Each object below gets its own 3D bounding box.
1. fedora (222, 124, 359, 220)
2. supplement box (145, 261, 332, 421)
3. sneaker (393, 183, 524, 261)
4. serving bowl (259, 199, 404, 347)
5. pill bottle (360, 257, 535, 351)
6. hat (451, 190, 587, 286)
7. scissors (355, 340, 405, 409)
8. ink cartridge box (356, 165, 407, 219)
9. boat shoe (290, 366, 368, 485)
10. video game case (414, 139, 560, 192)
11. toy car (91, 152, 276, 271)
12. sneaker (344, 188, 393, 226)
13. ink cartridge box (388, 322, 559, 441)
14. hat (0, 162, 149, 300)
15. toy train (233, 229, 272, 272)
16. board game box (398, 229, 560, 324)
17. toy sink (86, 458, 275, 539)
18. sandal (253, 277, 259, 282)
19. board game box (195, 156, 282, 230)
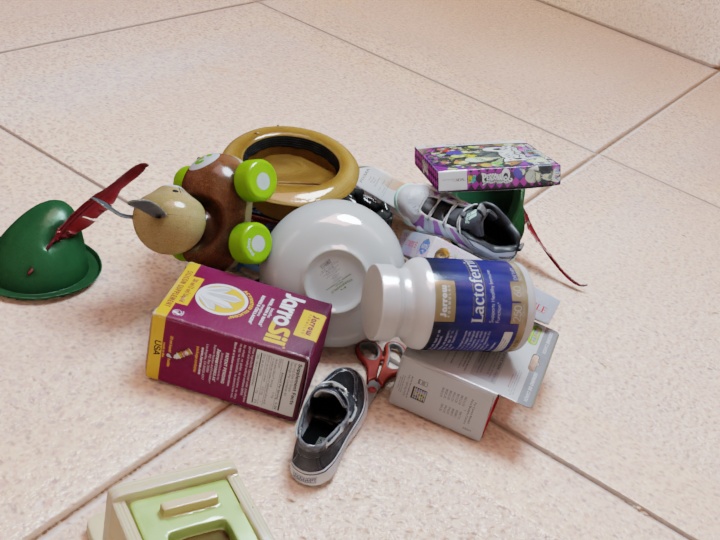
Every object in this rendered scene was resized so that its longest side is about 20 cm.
[{"bbox_3d":[-0.103,-0.130,1.372,0.199,0.082,0.201,4,44,-4],"label":"fedora"},{"bbox_3d":[-0.150,0.086,1.188,0.199,0.104,0.131,16,31,2],"label":"supplement box"},{"bbox_3d":[0.145,-0.078,1.348,0.199,0.078,0.140,25,-9,0],"label":"sneaker"},{"bbox_3d":[-0.035,0.009,1.253,0.199,0.201,0.066,10,8,-6],"label":"serving bowl"},{"bbox_3d":[0.107,0.043,1.187,0.199,0.116,0.116,2,33,-17],"label":"pill bottle"},{"bbox_3d":[0.260,-0.071,1.609,0.176,0.165,0.201,27,55,-37],"label":"hat"},{"bbox_3d":[0.024,0.151,1.240,0.073,0.014,0.200,12,31,-3],"label":"scissors"},{"bbox_3d":[0.025,-0.142,1.597,0.200,0.050,0.162,36,2,27],"label":"ink cartridge box"},{"bbox_3d":[-0.036,0.166,1.136,0.071,0.068,0.200,12,32,13],"label":"boat shoe"},{"bbox_3d":[0.185,-0.159,1.430,0.180,0.036,0.200,-4,18,-5],"label":"video game case"},{"bbox_3d":[-0.236,-0.083,1.219,0.164,0.159,0.199,2,-4,43],"label":"toy car"},{"bbox_3d":[-0.045,-0.088,1.497,0.199,0.112,0.077,17,32,6],"label":"sneaker"},{"bbox_3d":[0.155,0.126,1.264,0.175,0.084,0.200,22,33,12],"label":"ink cartridge box"},{"bbox_3d":[-0.420,-0.080,1.273,0.165,0.177,0.199,34,37,31],"label":"hat"},{"bbox_3d":[-0.140,-0.043,1.421,0.199,0.087,0.114,22,40,5],"label":"toy train"},{"bbox_3d":[0.161,0.006,1.366,0.199,0.041,0.199,26,0,-10],"label":"board game box"},{"bbox_3d":[-0.168,0.260,0.899,0.130,0.113,0.200,-7,37,-30],"label":"toy sink"},{"bbox_3d":[-0.138,0.041,1.308,0.200,0.058,0.080,2,34,-19],"label":"sandal"},{"bbox_3d":[-0.159,-0.108,1.406,0.199,0.020,0.103,14,42,-3],"label":"board game box"}]
